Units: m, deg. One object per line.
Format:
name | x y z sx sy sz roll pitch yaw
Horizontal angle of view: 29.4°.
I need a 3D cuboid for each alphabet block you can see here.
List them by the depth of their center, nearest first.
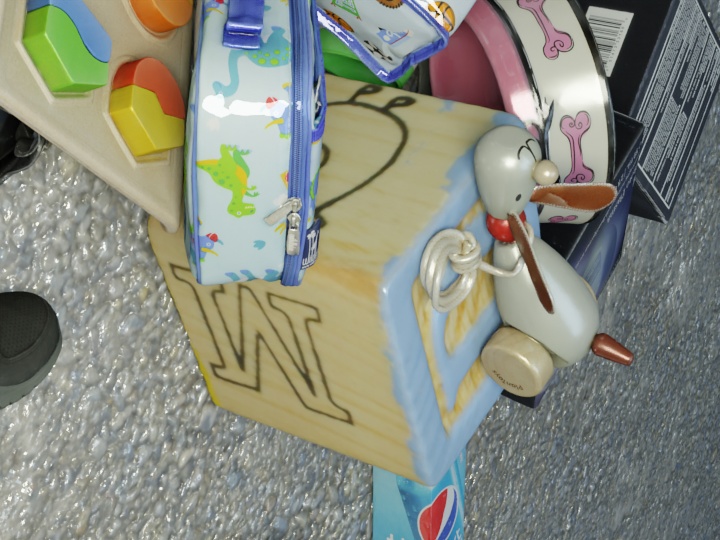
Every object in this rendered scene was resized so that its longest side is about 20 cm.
alphabet block | 0.000 0.000 0.973 0.196 0.198 0.198 -49 141 -36

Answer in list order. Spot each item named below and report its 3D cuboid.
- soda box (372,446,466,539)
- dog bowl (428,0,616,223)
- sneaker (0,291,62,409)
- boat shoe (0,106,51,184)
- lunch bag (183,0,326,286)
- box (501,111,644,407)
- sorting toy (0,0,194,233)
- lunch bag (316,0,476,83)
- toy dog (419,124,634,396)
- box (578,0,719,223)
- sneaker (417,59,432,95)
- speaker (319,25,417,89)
soda box | 0.055 0.211 1.278 0.064 0.067 0.203 -32 129 -48
dog bowl | 0.114 -0.125 1.029 0.073 0.200 0.202 -15 123 -13
sneaker | -0.233 0.033 0.725 0.199 0.073 0.083 -16 127 -55
boat shoe | -0.200 -0.078 0.743 0.200 0.066 0.071 -45 138 -39
lunch bag | -0.066 -0.100 0.828 0.201 0.081 0.162 -97 -171 -51
box | 0.157 -0.022 1.236 0.201 0.122 0.199 -55 159 -28
sorting toy | -0.141 -0.143 0.774 0.200 0.036 0.187 46 39 -57
lunch bag | 0.007 -0.259 0.908 0.199 0.124 0.171 40 68 -12
toy dog | 0.128 0.004 0.896 0.133 0.095 0.200 -65 148 -16
box | 0.270 -0.183 1.399 0.198 0.122 0.202 36 74 -56
sneaker | 0.077 -0.198 1.150 0.080 0.070 0.203 -55 149 -53
speaker | 0.031 -0.241 1.028 0.088 0.088 0.202 31 77 -58
